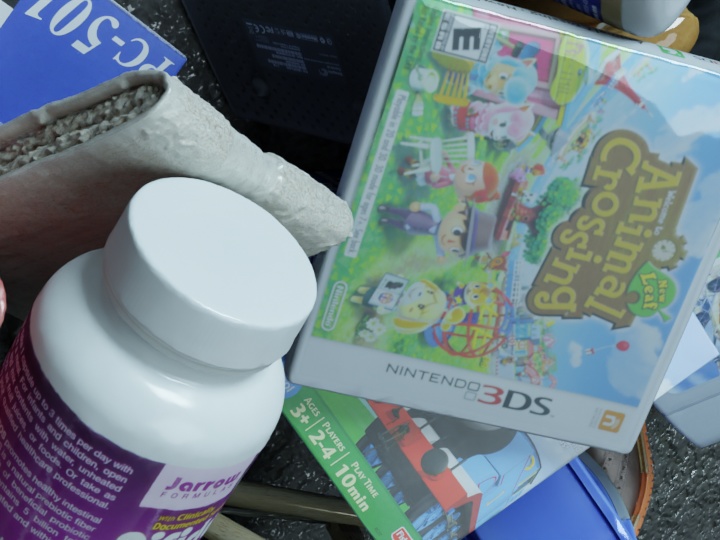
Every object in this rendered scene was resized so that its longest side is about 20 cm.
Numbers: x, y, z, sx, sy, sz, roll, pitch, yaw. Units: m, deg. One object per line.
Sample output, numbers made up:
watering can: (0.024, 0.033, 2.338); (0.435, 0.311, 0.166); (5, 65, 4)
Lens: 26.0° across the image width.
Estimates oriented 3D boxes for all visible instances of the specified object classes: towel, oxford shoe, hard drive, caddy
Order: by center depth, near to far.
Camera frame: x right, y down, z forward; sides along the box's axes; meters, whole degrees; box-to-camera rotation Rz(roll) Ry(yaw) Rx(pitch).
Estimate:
towel: (-0.115, -0.024, 0.694); (0.132, 0.198, 0.035); (32, 51, -46)
hard drive: (-0.034, -0.148, 0.709); (0.042, 0.134, 0.201); (-49, 138, -31)
caddy: (0.112, 0.156, 0.962); (0.104, 0.201, 0.142); (-29, 157, -11)
oxford shoe: (0.148, 0.104, 1.029); (0.072, 0.071, 0.203); (4, 90, -33)

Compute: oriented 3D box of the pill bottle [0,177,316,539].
pill bottle: (-0.099, 0.063, 0.649); (0.111, 0.113, 0.201); (4, 132, -40)

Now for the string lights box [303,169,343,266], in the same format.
string lights box: (0.000, 0.000, 0.869); (0.198, 0.059, 0.104); (-4, 118, -37)

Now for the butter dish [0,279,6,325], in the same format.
butter dish: (-0.235, 0.043, 0.647); (0.200, 0.199, 0.148); (-52, 158, -1)

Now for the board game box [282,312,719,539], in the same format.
board game box: (0.059, 0.037, 0.785); (0.199, 0.037, 0.152); (-36, 105, 0)

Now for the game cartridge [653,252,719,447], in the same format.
game cartridge: (0.195, 0.007, 0.845); (0.132, 0.042, 0.201); (-26, 121, 10)

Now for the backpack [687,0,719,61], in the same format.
backpack: (0.254, -0.132, 0.918); (0.147, 0.182, 0.202); (-18, 126, -58)

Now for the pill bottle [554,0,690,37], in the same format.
pill bottle: (0.067, -0.194, 0.697); (0.116, 0.199, 0.116); (-53, 161, -28)

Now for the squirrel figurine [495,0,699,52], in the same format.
squirrel figurine: (0.077, -0.116, 0.835); (0.198, 0.142, 0.188); (-14, 135, -15)

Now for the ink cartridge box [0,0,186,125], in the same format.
ink cartridge box: (-0.175, -0.111, 0.673); (0.094, 0.044, 0.199); (-54, 135, 3)

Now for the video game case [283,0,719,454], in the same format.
video game case: (0.076, -0.017, 0.718); (0.180, 0.022, 0.202); (12, 116, -12)

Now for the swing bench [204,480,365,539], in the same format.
swing bench: (-0.077, 0.217, 0.869); (0.130, 0.198, 0.201); (-56, 163, -67)
